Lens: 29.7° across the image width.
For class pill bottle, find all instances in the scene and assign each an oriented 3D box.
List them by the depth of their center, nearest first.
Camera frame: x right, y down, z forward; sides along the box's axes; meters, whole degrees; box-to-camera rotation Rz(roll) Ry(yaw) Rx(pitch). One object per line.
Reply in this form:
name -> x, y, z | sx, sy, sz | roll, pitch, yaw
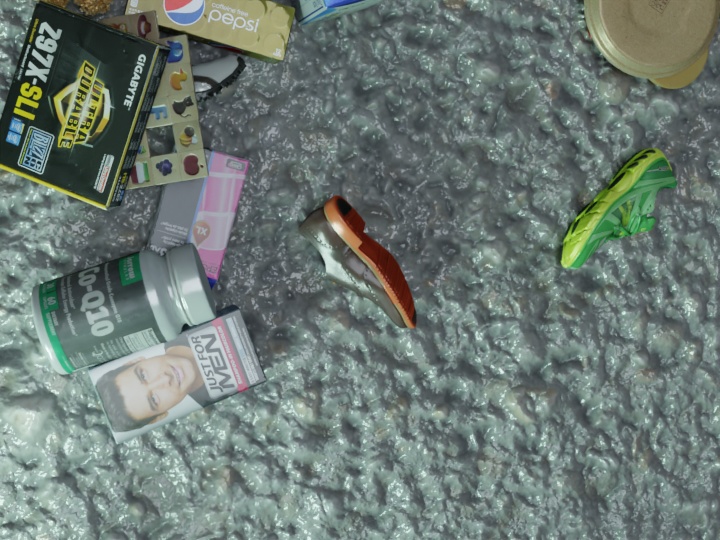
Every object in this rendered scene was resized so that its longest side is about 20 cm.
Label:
pill bottle -> -0.279, 0.042, 1.612 | 0.198, 0.113, 0.114 | -18, 98, -1

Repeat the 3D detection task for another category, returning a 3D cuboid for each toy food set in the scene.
toy food set -> 0.385, -0.350, 1.779 | 0.198, 0.049, 0.200 | 16, 90, -13

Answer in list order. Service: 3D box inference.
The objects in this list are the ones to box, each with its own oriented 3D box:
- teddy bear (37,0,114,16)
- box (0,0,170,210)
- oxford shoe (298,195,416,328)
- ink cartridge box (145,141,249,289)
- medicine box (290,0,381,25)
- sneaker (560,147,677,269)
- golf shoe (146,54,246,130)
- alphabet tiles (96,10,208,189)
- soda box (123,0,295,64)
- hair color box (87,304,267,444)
teddy bear -> -0.334, -0.403, 1.605 | 0.144, 0.067, 0.201 | 22, 90, -16
box -> -0.328, -0.193, 1.580 | 0.159, 0.049, 0.201 | 22, 99, 9
oxford shoe -> 0.000, 0.000, 1.720 | 0.072, 0.071, 0.201 | -31, 105, 20
ink cartridge box -> -0.209, -0.053, 1.677 | 0.094, 0.037, 0.202 | 15, 93, -13
medicine box -> -0.041, -0.407, 1.611 | 0.102, 0.182, 0.202 | -19, 98, -10
sneaker -> 0.342, -0.071, 1.777 | 0.084, 0.074, 0.200 | 45, 84, -8
golf shoe -> -0.236, -0.231, 1.635 | 0.199, 0.078, 0.095 | -26, 99, -11
alphabet tiles -> -0.273, -0.198, 1.597 | 0.166, 0.008, 0.202 | -8, 94, 11
soda box -> -0.184, -0.311, 1.647 | 0.198, 0.064, 0.068 | 14, 91, -14
hair color box -> -0.226, 0.126, 1.671 | 0.199, 0.061, 0.100 | -22, 99, -10
